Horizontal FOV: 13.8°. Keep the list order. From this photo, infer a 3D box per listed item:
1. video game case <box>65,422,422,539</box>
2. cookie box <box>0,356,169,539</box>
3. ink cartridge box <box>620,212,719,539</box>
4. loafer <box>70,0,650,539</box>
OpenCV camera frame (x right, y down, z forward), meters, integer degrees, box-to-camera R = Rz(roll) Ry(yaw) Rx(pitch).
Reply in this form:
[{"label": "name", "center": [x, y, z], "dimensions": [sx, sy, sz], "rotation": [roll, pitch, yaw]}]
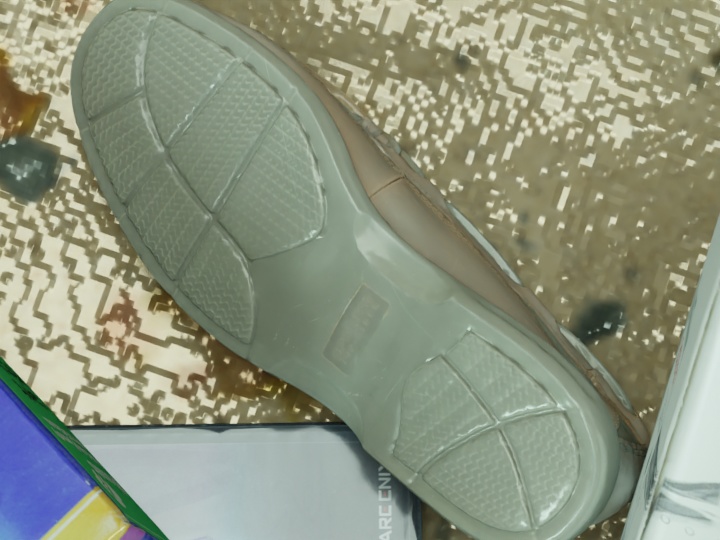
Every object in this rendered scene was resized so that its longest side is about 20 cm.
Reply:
[{"label": "video game case", "center": [-0.082, 0.114, 0.820], "dimensions": [0.199, 0.019, 0.144], "rotation": [0, 79, -1]}, {"label": "cookie box", "center": [-0.174, 0.060, 0.781], "dimensions": [0.171, 0.075, 0.200], "rotation": [-45, 76, -1]}, {"label": "ink cartridge box", "center": [0.142, 0.068, 0.744], "dimensions": [0.146, 0.083, 0.201], "rotation": [15, 120, 3]}, {"label": "loafer", "center": [0.000, 0.000, 0.827], "dimensions": [0.200, 0.063, 0.072], "rotation": [45, 111, 18]}]
